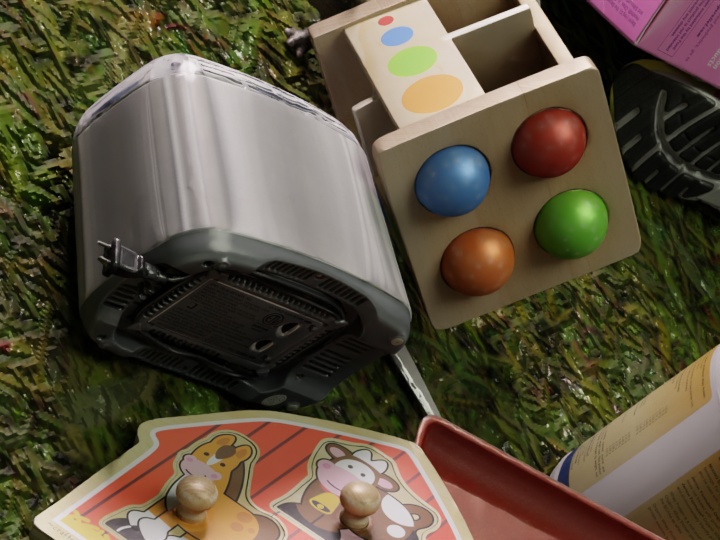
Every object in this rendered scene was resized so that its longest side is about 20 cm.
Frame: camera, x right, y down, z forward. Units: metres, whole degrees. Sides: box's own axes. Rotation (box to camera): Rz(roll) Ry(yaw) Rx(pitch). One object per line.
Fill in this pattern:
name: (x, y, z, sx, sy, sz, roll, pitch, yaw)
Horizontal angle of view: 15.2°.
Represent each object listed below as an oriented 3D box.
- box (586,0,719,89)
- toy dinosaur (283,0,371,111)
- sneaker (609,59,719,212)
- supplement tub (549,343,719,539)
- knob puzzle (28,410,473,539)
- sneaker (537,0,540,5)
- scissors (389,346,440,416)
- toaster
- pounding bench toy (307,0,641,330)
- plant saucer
box: (0.224, -0.199, 1.800, 0.200, 0.097, 0.176, 20, 22, -42)
toy dinosaur: (0.024, -0.149, 1.572, 0.200, 0.102, 0.077, -23, 84, -54)
sneaker: (0.230, -0.097, 1.825, 0.200, 0.078, 0.091, 33, 35, -41)
supplement tub: (0.215, 0.120, 1.517, 0.144, 0.200, 0.145, 32, 36, -28)
knob puzzle: (-0.027, 0.119, 1.284, 0.219, 0.031, 0.220, 12, 33, -8)
sneaker: (0.081, -0.176, 1.688, 0.073, 0.071, 0.201, 26, 47, -38)
scissors: (0.000, 0.000, 1.512, 0.200, 0.014, 0.073, 50, 34, -11)
toaster: (-0.070, -0.021, 1.360, 0.200, 0.113, 0.130, 21, 46, -41)
pounding bench toy: (0.074, -0.040, 1.478, 0.156, 0.124, 0.201, -116, -174, -52)
plant saucer: (0.078, 0.205, 1.391, 0.199, 0.037, 0.200, 29, 61, -24)
